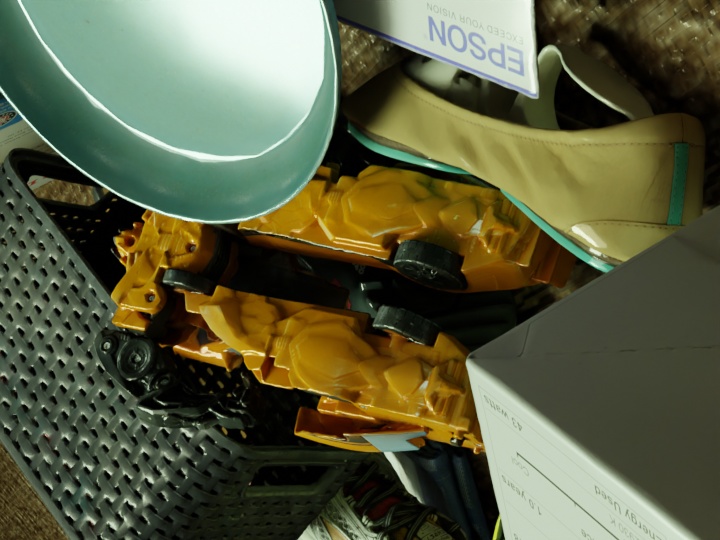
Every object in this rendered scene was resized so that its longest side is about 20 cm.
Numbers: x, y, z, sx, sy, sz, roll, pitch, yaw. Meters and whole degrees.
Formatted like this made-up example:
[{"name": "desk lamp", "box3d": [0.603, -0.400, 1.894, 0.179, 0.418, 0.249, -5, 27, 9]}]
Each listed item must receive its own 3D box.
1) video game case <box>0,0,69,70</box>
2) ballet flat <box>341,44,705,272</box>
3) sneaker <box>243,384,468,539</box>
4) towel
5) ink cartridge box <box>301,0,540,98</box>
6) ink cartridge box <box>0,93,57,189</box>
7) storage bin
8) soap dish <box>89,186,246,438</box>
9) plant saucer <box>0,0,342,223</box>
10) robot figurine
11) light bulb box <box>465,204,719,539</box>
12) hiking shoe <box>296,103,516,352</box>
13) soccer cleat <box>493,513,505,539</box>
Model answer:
[{"name": "video game case", "box3d": [-0.108, -0.180, 0.817, 0.023, 0.198, 0.183, -83, -21, -61]}, {"name": "ballet flat", "box3d": [0.061, -0.056, 0.747, 0.200, 0.068, 0.064, 32, 116, 52]}, {"name": "sneaker", "box3d": [0.015, 0.131, 1.024, 0.082, 0.078, 0.201, -36, 84, 49]}, {"name": "towel", "box3d": [0.016, 0.123, 1.125, 0.200, 0.024, 0.148, 31, 144, 56]}, {"name": "ink cartridge box", "box3d": [-0.009, -0.178, 0.703, 0.197, 0.043, 0.201, 26, 139, 37]}, {"name": "ink cartridge box", "box3d": [-0.213, -0.138, 1.180, 0.145, 0.147, 0.200, 59, 160, 8]}, {"name": "storage bin", "box3d": [-0.105, 0.047, 0.973, 0.200, 0.094, 0.135, 49, -160, 26]}, {"name": "soap dish", "box3d": [-0.093, 0.032, 1.135, 0.157, 0.081, 0.201, 137, 118, -75]}, {"name": "plant saucer", "box3d": [-0.084, -0.110, 0.782, 0.199, 0.027, 0.201, 24, 136, 25]}, {"name": "robot figurine", "box3d": [-0.018, 0.008, 0.836, 0.199, 0.146, 0.058, 11, 164, 34]}, {"name": "light bulb box", "box3d": [0.148, 0.117, 0.627, 0.198, 0.124, 0.201, 39, 151, 49]}, {"name": "hiking shoe", "box3d": [0.000, 0.000, 0.930, 0.200, 0.074, 0.087, 51, 163, 38]}, {"name": "soccer cleat", "box3d": [0.080, 0.088, 0.807, 0.065, 0.083, 0.200, 58, 171, 4]}]
